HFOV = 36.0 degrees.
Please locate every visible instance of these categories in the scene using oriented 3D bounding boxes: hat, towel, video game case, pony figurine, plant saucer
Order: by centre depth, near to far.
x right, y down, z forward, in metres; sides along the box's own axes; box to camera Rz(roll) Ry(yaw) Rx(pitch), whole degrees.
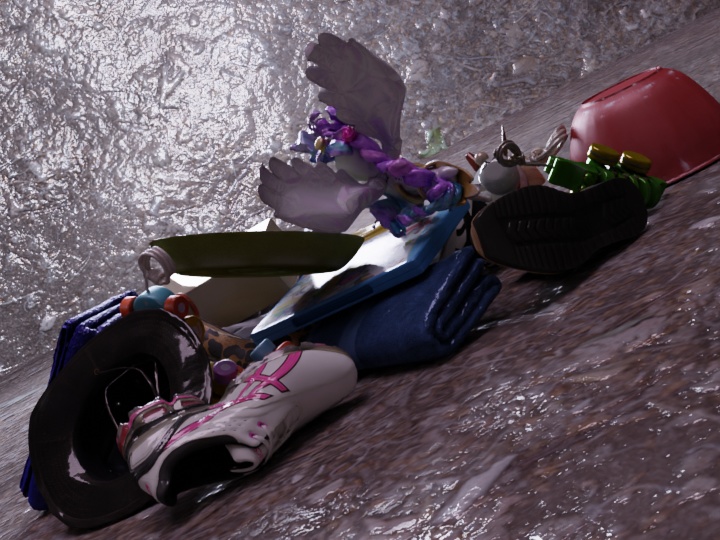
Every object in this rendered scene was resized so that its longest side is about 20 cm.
[{"bbox_3d":[-0.196,0.138,0.987,0.200,0.201,0.081,-24,-32,18],"label":"hat"},{"bbox_3d":[0.026,0.043,0.990,0.200,0.049,0.112,-16,29,51],"label":"towel"},{"bbox_3d":[0.004,-0.100,0.997,0.167,0.193,0.200,-68,17,-3],"label":"pony figurine"},{"bbox_3d":[-0.095,-0.013,1.032,0.200,0.031,0.200,-1,-3,0],"label":"plant saucer"},{"bbox_3d":[0.000,0.000,1.048,0.200,0.018,0.143,-25,14,33],"label":"video game case"},{"bbox_3d":[-0.280,0.124,1.109,0.148,0.050,0.200,-58,-11,-75],"label":"towel"}]

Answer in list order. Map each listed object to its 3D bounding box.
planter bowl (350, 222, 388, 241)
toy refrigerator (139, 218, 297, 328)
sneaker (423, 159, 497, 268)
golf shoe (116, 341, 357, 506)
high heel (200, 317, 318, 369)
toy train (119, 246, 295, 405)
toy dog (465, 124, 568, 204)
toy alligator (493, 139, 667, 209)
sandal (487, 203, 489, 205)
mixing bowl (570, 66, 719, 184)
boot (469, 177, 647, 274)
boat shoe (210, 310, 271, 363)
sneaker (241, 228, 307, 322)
[{"bbox_3d":[0.015,-0.008,1.308,0.200,0.084,0.200,-26,8,4],"label":"planter bowl"},{"bbox_3d":[-0.165,0.028,1.248,0.200,0.070,0.076,-28,25,22],"label":"toy refrigerator"},{"bbox_3d":[0.103,-0.014,1.118,0.073,0.112,0.200,-33,36,39],"label":"sneaker"},{"bbox_3d":[-0.084,0.125,0.870,0.200,0.073,0.092,-23,39,-18],"label":"golf shoe"},{"bbox_3d":[-0.119,0.051,1.120,0.200,0.143,0.071,-28,-19,1],"label":"high heel"},{"bbox_3d":[-0.123,0.062,1.005,0.056,0.200,0.150,-44,-7,-49],"label":"toy train"},{"bbox_3d":[0.155,-0.119,1.302,0.132,0.096,0.200,-43,-12,-16],"label":"toy dog"},{"bbox_3d":[0.221,-0.085,1.051,0.200,0.059,0.054,8,25,-26],"label":"toy alligator"},{"bbox_3d":[0.122,-0.036,1.220,0.200,0.075,0.045,-17,-6,6],"label":"sandal"},{"bbox_3d":[0.309,-0.156,1.227,0.200,0.108,0.200,-27,7,4],"label":"mixing bowl"},{"bbox_3d":[0.145,-0.023,0.995,0.200,0.078,0.138,-7,-11,-37],"label":"boot"},{"bbox_3d":[-0.116,0.089,1.211,0.200,0.072,0.071,-25,-9,-30],"label":"boat shoe"},{"bbox_3d":[-0.109,0.014,1.346,0.060,0.104,0.200,106,175,-52],"label":"sneaker"}]
